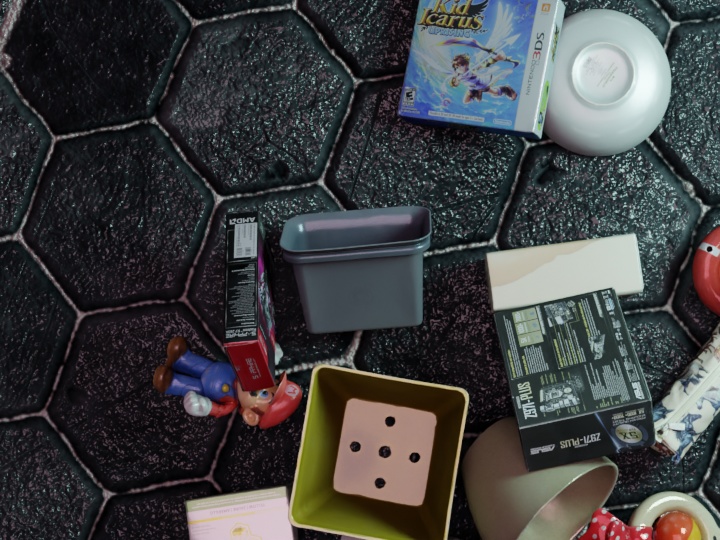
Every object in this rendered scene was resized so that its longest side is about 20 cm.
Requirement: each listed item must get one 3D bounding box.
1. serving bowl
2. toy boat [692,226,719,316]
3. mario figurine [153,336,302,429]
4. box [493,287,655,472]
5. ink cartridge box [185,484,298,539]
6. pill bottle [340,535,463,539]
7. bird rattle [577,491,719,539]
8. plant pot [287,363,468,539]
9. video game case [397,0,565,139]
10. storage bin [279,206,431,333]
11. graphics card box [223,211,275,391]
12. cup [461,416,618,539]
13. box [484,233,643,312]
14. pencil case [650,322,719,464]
[{"bbox_3d":[0.323,-0.259,1.683,0.197,0.066,0.203,0,86,5],"label":"serving bowl"},{"bbox_3d":[0.524,0.013,1.606,0.199,0.131,0.131,30,87,24],"label":"toy boat"},{"bbox_3d":[-0.173,0.142,1.681,0.198,0.106,0.125,15,86,7],"label":"mario figurine"},{"bbox_3d":[0.264,0.133,1.558,0.162,0.087,0.201,-13,41,5],"label":"box"},{"bbox_3d":[-0.152,0.401,1.694,0.144,0.048,0.203,-9,84,3],"label":"ink cartridge box"},{"bbox_3d":[0.067,0.393,1.644,0.198,0.111,0.112,16,88,5],"label":"pill bottle"},{"bbox_3d":[0.394,0.368,1.640,0.199,0.113,0.163,37,69,8],"label":"bird rattle"},{"bbox_3d":[0.027,0.239,1.620,0.197,0.176,0.203,9,84,4],"label":"plant pot"},{"bbox_3d":[0.161,-0.282,1.681,0.198,0.045,0.184,10,86,22],"label":"video game case"},{"bbox_3d":[0.000,0.000,1.670,0.197,0.146,0.136,-4,114,4],"label":"storage bin"},{"bbox_3d":[-0.144,0.039,1.635,0.050,0.126,0.202,-7,57,4],"label":"graphics card box"},{"bbox_3d":[0.212,0.275,1.614,0.200,0.200,0.143,-45,61,1],"label":"cup"},{"bbox_3d":[0.267,0.005,1.659,0.197,0.095,0.079,-8,86,3],"label":"box"},{"bbox_3d":[0.448,0.156,1.638,0.078,0.089,0.200,41,90,6],"label":"pencil case"}]
